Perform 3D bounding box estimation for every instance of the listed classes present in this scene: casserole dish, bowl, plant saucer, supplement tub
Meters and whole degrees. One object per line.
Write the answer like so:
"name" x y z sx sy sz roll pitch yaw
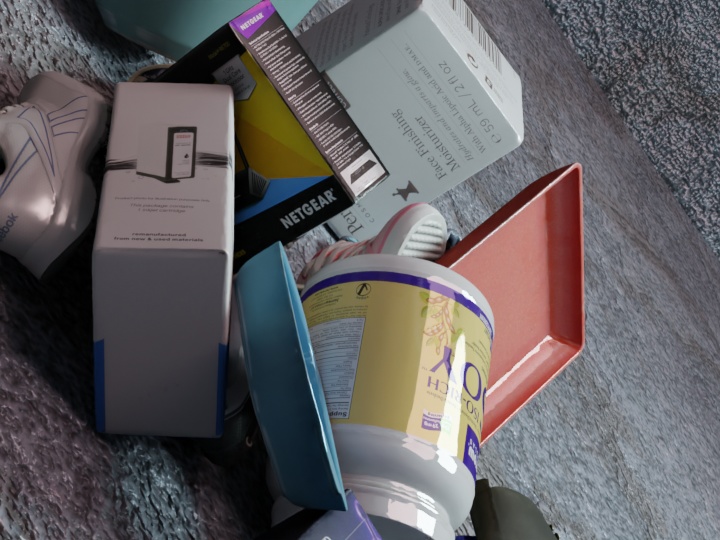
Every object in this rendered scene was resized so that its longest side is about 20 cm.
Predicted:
"casserole dish" -0.046 0.067 1.104 0.200 0.039 0.121 -106 -179 -57
"bowl" -0.138 -0.225 1.448 0.201 0.105 0.201 25 7 -3
"plant saucer" 0.111 0.034 1.445 0.200 0.037 0.200 -39 137 -36
"supplement tub" 0.013 0.105 1.243 0.145 0.145 0.200 41 46 -39

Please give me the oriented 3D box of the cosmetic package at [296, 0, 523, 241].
"cosmetic package" 0.025 -0.160 1.662 0.165 0.200 0.165 50 20 -20

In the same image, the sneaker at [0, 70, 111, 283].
"sneaker" -0.215 -0.079 1.155 0.087 0.075 0.200 31 25 -25

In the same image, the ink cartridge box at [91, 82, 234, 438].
"ink cartridge box" -0.124 -0.011 1.147 0.200 0.084 0.146 -95 -172 -55

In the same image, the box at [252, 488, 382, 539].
"box" -0.015 0.255 1.066 0.200 0.104 0.148 57 20 -1

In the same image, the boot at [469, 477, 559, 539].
"boot" 0.159 0.245 1.321 0.200 0.077 0.138 43 22 -30

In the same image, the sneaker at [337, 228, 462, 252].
"sneaker" 0.056 0.004 1.558 0.200 0.096 0.079 32 4 42

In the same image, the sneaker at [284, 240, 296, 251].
"sneaker" -0.059 -0.072 1.396 0.074 0.087 0.200 47 -9 13

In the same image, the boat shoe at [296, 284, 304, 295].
"boat shoe" -0.008 0.100 1.369 0.200 0.074 0.066 61 5 -18

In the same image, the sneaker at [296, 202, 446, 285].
"sneaker" 0.000 0.000 1.419 0.075 0.200 0.105 -33 64 -32

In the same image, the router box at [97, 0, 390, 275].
"router box" -0.092 -0.082 1.264 0.149 0.200 0.051 55 47 -6

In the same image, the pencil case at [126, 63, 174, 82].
"pencil case" -0.110 -0.115 1.438 0.089 0.078 0.200 17 4 24

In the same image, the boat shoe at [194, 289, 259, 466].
"boat shoe" -0.090 0.067 1.251 0.200 0.069 0.057 -74 147 -63

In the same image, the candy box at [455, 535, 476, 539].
"candy box" 0.124 0.295 1.381 0.200 0.077 0.169 21 42 -61
